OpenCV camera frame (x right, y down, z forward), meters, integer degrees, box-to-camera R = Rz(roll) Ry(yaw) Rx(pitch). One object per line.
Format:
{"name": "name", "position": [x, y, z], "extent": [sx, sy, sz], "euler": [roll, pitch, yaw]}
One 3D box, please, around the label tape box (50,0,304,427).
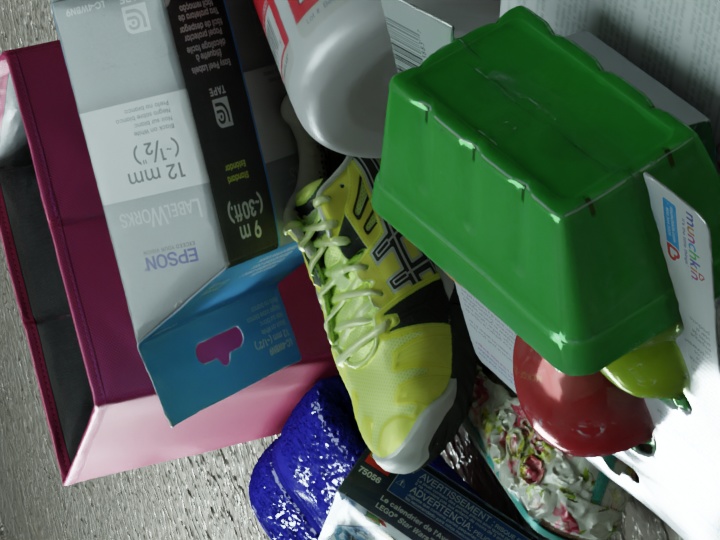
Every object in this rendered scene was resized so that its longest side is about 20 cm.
{"name": "label tape box", "position": [-0.060, -0.043, 1.292], "extent": [0.143, 0.066, 0.200], "euler": [-24, -80, -62]}

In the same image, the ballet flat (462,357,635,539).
{"name": "ballet flat", "position": [0.074, 0.052, 1.252], "extent": [0.064, 0.076, 0.200], "euler": [-64, 33, 16]}

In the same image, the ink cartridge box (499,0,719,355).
{"name": "ink cartridge box", "position": [0.125, -0.062, 1.008], "extent": [0.200, 0.047, 0.160], "euler": [47, 150, 33]}

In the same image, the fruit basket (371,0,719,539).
{"name": "fruit basket", "position": [0.084, 0.007, 1.021], "extent": [0.185, 0.094, 0.200], "euler": [42, 162, 43]}

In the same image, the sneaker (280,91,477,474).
{"name": "sneaker", "position": [0.000, 0.000, 1.252], "extent": [0.075, 0.076, 0.200], "euler": [-39, 47, 40]}

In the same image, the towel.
{"name": "towel", "position": [0.006, 0.138, 1.472], "extent": [0.148, 0.050, 0.200], "euler": [44, 158, 4]}

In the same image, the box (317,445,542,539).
{"name": "box", "position": [0.040, 0.165, 1.343], "extent": [0.137, 0.040, 0.200], "euler": [34, 154, 7]}

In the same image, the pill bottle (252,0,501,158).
{"name": "pill bottle", "position": [-0.003, -0.158, 1.246], "extent": [0.112, 0.112, 0.200], "euler": [98, 156, -55]}

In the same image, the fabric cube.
{"name": "fabric cube", "position": [-0.079, -0.017, 1.488], "extent": [0.196, 0.199, 0.200], "euler": [121, 135, -71]}
